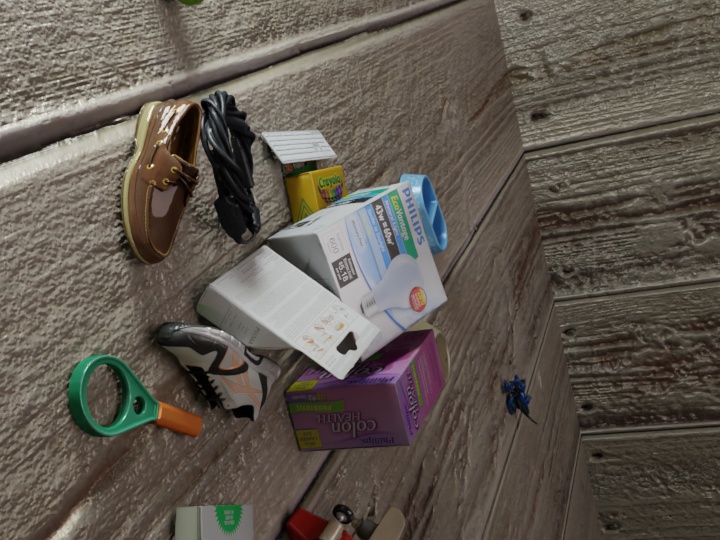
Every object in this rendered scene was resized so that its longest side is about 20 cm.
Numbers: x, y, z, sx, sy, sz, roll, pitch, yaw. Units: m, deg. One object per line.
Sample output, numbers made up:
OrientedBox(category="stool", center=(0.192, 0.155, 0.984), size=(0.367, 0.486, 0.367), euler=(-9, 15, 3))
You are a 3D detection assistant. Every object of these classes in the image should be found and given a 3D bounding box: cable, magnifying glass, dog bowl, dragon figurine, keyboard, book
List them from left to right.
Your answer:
OrientedBox(category="magnifying glass", center=(-0.232, 0.145, 0.890), size=(0.200, 0.022, 0.081), euler=(42, 45, -58))
OrientedBox(category="book", center=(-0.162, 0.372, 0.956), size=(0.133, 0.047, 0.204), euler=(33, 51, -66))
OrientedBox(category="cable", center=(-0.157, -0.144, 1.063), size=(0.201, 0.050, 0.165), euler=(77, 11, -51))
OrientedBox(category="keyboard", center=(-0.092, -0.194, 1.313), size=(0.056, 0.011, 0.200), euler=(49, 23, 7))
OrientedBox(category="dog bowl", center=(0.139, -0.119, 1.814), size=(0.112, 0.049, 0.202), euler=(-71, 144, -47))
OrientedBox(category="dragon figurine", center=(0.445, 0.368, 2.360), size=(0.100, 0.058, 0.203), euler=(-54, 131, -59))

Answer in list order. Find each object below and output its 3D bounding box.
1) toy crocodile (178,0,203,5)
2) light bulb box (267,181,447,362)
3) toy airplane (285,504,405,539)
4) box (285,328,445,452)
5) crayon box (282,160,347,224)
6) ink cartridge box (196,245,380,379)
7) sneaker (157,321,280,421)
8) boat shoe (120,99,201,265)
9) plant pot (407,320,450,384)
OrientedBox(category="toy crocodile", center=(-0.237, -0.421, 1.014), size=(0.068, 0.061, 0.203), euler=(-53, 130, -59))
OrientedBox(category="light bulb box", center=(0.000, 0.000, 1.237), size=(0.199, 0.124, 0.201), euler=(-32, 109, -37))
OrientedBox(category="toy airplane", center=(-0.011, 0.429, 1.165), size=(0.197, 0.141, 0.202), euler=(7, 59, -33))
OrientedBox(category="box", center=(0.013, 0.175, 1.259), size=(0.200, 0.173, 0.098), euler=(-43, 122, -62))
OrientedBox(category="crayon box", center=(-0.060, -0.090, 1.334), size=(0.127, 0.050, 0.203), euler=(-29, 109, -65))
OrientedBox(category="ink cartridge box", center=(-0.087, 0.062, 1.072), size=(0.199, 0.050, 0.161), euler=(37, 27, 5))
OrientedBox(category="sneaker", center=(-0.166, 0.120, 0.991), size=(0.200, 0.073, 0.081), euler=(40, 62, -49))
OrientedBox(category="boat shoe", center=(-0.218, -0.106, 0.945), size=(0.072, 0.067, 0.203), euler=(42, 45, -56))
OrientedBox(category="plant pot", center=(0.082, 0.161, 1.482), size=(0.200, 0.132, 0.204), euler=(-9, 90, -67))
